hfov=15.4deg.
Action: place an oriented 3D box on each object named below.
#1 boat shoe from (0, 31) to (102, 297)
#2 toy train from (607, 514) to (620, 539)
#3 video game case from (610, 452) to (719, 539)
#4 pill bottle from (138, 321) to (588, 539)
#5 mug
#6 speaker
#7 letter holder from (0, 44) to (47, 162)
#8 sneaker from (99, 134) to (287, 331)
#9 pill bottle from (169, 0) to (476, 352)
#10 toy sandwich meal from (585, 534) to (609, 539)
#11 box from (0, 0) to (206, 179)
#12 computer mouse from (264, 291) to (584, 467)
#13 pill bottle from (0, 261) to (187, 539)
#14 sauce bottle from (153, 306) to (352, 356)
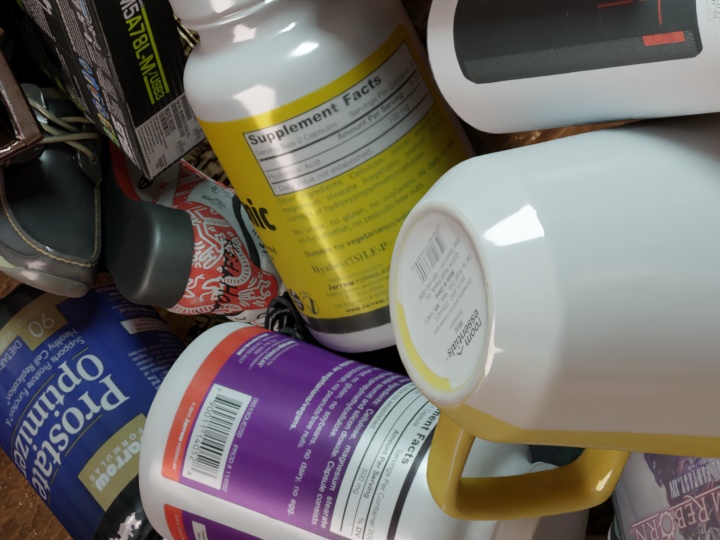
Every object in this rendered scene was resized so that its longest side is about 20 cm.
[{"bbox_3d":[-0.174,-0.067,1.406,0.074,0.074,0.200,-60,35,28],"label":"boat shoe"},{"bbox_3d":[0.184,0.120,1.245,0.114,0.085,0.200,56,150,10],"label":"toy train"},{"bbox_3d":[0.149,0.064,1.179,0.143,0.019,0.201,-36,61,57],"label":"video game case"},{"bbox_3d":[0.002,0.102,1.252,0.199,0.113,0.113,18,138,24],"label":"pill bottle"},{"bbox_3d":[0.096,0.027,1.097,0.149,0.152,0.188,19,110,58],"label":"mug"},{"bbox_3d":[0.120,-0.102,1.081,0.199,0.081,0.082,-1,123,51],"label":"speaker"},{"bbox_3d":[-0.270,-0.109,1.377,0.200,0.142,0.101,46,163,57],"label":"letter holder"},{"bbox_3d":[-0.087,-0.024,1.418,0.201,0.107,0.068,-130,56,-63],"label":"sneaker"},{"bbox_3d":[-0.015,-0.072,1.244,0.111,0.111,0.201,1,124,50],"label":"pill bottle"},{"bbox_3d":[0.079,0.209,1.375,0.070,0.204,0.206,43,156,53],"label":"toy sandwich meal"},{"bbox_3d":[-0.163,-0.162,1.316,0.193,0.047,0.200,47,166,25],"label":"box"},{"bbox_3d":[0.048,0.079,1.311,0.199,0.053,0.139,-1,116,20],"label":"computer mouse"},{"bbox_3d":[-0.114,0.098,1.399,0.200,0.111,0.112,47,151,26],"label":"pill bottle"},{"bbox_3d":[-0.049,0.053,1.465,0.199,0.066,0.066,12,133,41],"label":"sauce bottle"}]
